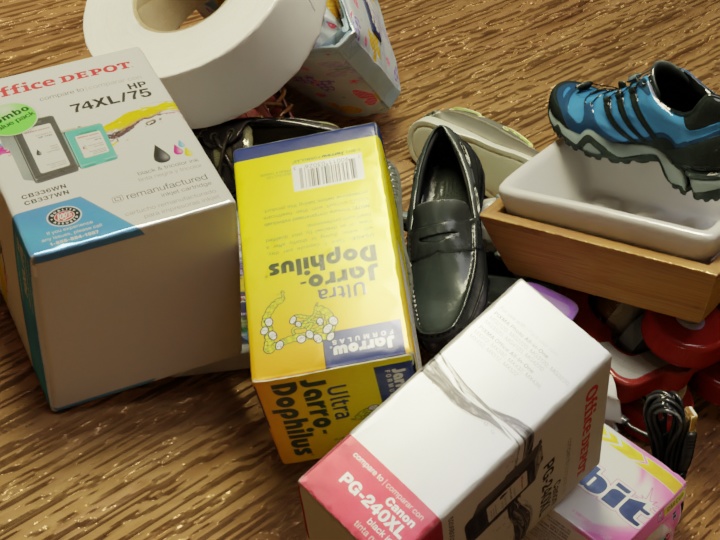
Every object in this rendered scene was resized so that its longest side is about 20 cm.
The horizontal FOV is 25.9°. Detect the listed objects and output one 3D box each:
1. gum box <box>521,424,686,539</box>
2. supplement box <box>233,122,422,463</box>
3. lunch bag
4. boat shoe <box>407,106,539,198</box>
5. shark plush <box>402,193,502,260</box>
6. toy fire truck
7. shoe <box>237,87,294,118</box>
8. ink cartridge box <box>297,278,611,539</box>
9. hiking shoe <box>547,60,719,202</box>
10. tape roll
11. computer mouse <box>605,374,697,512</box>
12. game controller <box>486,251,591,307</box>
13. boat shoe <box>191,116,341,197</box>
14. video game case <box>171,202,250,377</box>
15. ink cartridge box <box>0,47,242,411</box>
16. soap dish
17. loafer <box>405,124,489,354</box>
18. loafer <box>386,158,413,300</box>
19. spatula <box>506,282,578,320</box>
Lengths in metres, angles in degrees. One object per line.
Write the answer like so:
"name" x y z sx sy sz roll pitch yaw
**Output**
"gum box" 0.125 0.146 1.118 0.199 0.067 0.113 35 38 22
"supplement box" -0.021 0.014 1.091 0.108 0.109 0.202 -11 53 3
"lunch bag" -0.053 -0.237 1.461 0.200 0.128 0.169 39 1 25
"boat shoe" 0.140 -0.094 1.454 0.201 0.073 0.060 30 40 22
"shark plush" 0.116 -0.027 1.339 0.198 0.092 0.083 -11 4 -22
"toy fire truck" 0.243 0.032 1.272 0.199 0.113 0.168 -19 51 -30
"shoe" -0.085 -0.131 1.378 0.199 0.092 0.071 29 35 14
"ink cartridge box" 0.063 0.124 0.983 0.200 0.146 0.083 -40 62 -20
"hiking shoe" 0.223 -0.125 1.203 0.074 0.088 0.199 -23 34 -33
"tape roll" -0.131 -0.220 1.323 0.200 0.071 0.204 -13 53 18
"computer mouse" 0.161 0.105 1.182 0.199 0.111 0.044 29 43 33
"game controller" 0.169 0.024 1.344 0.198 0.043 0.104 10 21 -14
"boat shoe" -0.100 -0.097 1.307 0.198 0.065 0.074 -12 86 -16
"video game case" -0.093 0.009 1.245 0.198 0.023 0.183 -4 41 -32
"ink cartridge box" -0.188 -0.035 1.124 0.145 0.147 0.200 -16 45 -20
"soap dish" 0.216 -0.037 1.220 0.198 0.082 0.157 16 34 31
"loafer" 0.063 -0.026 1.224 0.067 0.071 0.202 -11 49 20
"loafer" 0.000 0.000 1.225 0.074 0.070 0.202 12 51 -7
"spatula" 0.099 0.064 1.137 0.056 0.021 0.200 26 36 16
